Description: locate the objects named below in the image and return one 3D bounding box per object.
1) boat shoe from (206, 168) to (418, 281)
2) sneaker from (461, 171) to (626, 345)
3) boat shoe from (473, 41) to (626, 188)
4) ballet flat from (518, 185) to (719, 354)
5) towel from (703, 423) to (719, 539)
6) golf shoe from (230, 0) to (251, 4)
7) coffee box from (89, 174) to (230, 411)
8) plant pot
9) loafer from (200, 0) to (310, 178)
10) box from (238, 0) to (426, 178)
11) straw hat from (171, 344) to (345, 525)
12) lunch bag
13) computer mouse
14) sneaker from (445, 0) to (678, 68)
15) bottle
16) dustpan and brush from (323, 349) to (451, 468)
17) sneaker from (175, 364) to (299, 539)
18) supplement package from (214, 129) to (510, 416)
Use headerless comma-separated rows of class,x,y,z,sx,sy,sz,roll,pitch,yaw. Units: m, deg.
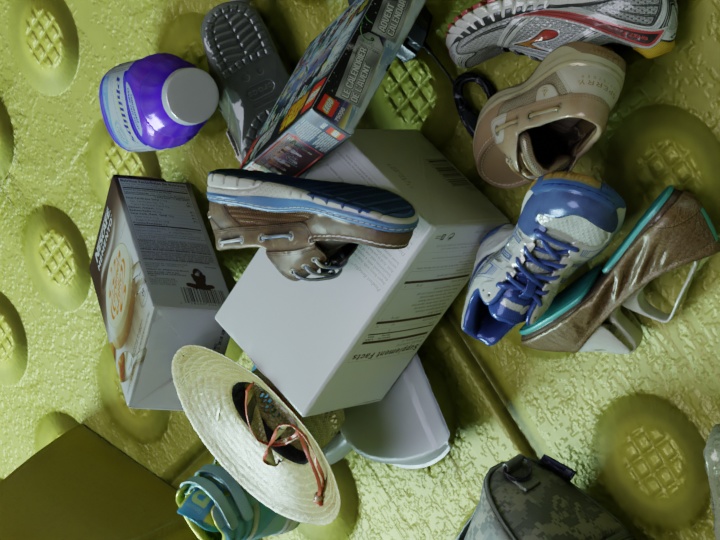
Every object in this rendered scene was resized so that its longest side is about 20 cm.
boat shoe,-0.036,-0.030,1.407,0.199,0.072,0.073,13,105,43
sneaker,0.133,-0.002,1.374,0.075,0.089,0.200,25,154,-5
boat shoe,0.128,-0.098,1.360,0.200,0.071,0.065,129,157,-65
ballet flat,0.198,0.018,1.388,0.072,0.068,0.200,43,128,0
towel,0.320,0.212,1.347,0.148,0.036,0.201,3,106,43
golf shoe,-0.143,-0.310,1.585,0.200,0.077,0.095,50,132,21
coffee box,-0.181,0.018,1.674,0.200,0.079,0.115,-115,37,-49
plant pot,-0.298,0.308,1.879,0.199,0.176,0.201,29,123,34
loafer,-0.082,-0.135,1.603,0.070,0.075,0.201,-153,45,-80
box,-0.024,-0.144,1.443,0.040,0.137,0.200,32,160,-11
straw hat,-0.061,0.118,1.575,0.201,0.085,0.202,36,150,25
lunch bag,0.133,0.265,1.473,0.168,0.139,0.201,44,129,23
computer mouse,0.049,-0.168,1.478,0.200,0.034,0.059,51,132,18
sneaker,0.143,-0.172,1.355,0.199,0.078,0.083,-8,100,45
bottle,-0.176,-0.148,1.633,0.200,0.065,0.084,7,114,68
dustpan and brush,0.008,0.126,1.616,0.200,0.057,0.140,-37,66,38
sneaker,-0.105,0.167,1.675,0.079,0.130,0.201,23,119,38
supplement package,0.000,0.000,1.493,0.121,0.119,0.200,46,116,23
